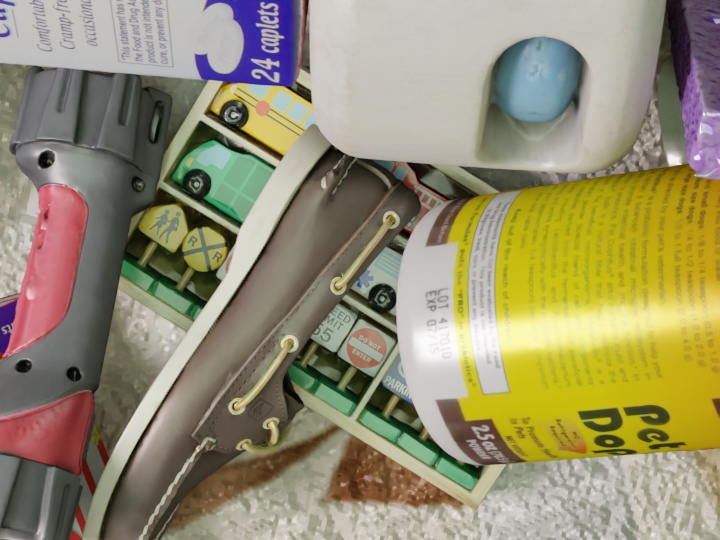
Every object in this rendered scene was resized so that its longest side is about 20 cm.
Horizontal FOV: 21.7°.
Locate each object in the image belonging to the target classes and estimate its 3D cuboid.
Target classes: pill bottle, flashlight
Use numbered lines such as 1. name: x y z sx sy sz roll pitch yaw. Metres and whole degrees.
1. pill bottle: 0.122 0.015 0.721 0.199 0.109 0.110 -8 97 28
2. flashlight: -0.133 0.013 0.773 0.068 0.068 0.201 -2 71 29

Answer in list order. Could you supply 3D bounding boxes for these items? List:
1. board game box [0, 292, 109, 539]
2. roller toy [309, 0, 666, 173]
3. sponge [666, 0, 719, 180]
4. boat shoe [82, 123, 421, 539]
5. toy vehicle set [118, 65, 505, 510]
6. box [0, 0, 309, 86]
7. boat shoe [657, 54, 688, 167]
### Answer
1. board game box: -0.169 0.128 0.795 0.151 0.046 0.201 -26 98 -36
2. roller toy: 0.056 -0.132 0.730 0.139 0.200 0.183 4 107 2
3. sponge: 0.177 -0.087 0.725 0.111 0.200 0.030 5 120 2
4. boat shoe: -0.047 0.039 0.783 0.059 0.072 0.201 30 92 1
5. toy vehicle set: 0.000 0.000 0.825 0.199 0.027 0.125 31 97 -2
6. box: -0.112 -0.182 0.725 0.199 0.105 0.185 4 60 1
7. boat shoe: 0.178 0.002 0.791 0.060 0.072 0.203 -12 94 30
